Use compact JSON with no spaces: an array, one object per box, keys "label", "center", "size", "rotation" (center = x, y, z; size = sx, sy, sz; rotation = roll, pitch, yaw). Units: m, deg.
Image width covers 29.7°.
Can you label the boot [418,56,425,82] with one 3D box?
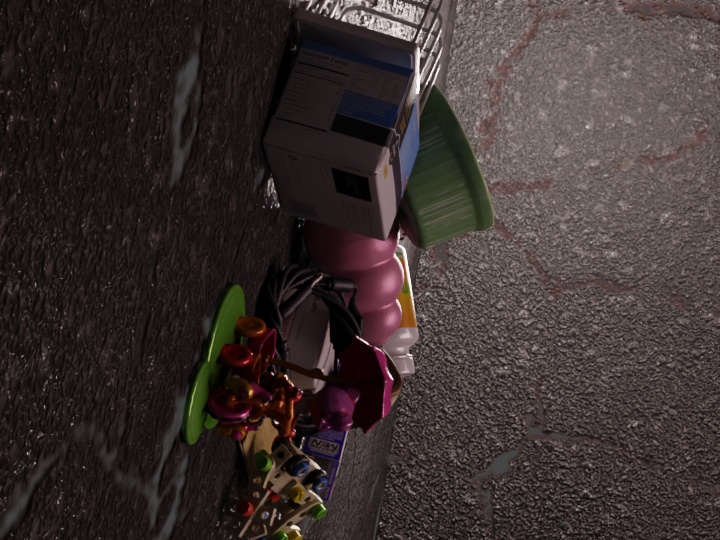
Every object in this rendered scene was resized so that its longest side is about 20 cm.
[{"label":"boot","center":[-0.006,-0.201,1.755],"size":[0.188,0.068,0.200],"rotation":[6,106,-62]}]

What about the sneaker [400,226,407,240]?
[{"label":"sneaker","center":[0.048,-0.064,1.861],"size":[0.072,0.072,0.200],"rotation":[-14,156,-39]}]

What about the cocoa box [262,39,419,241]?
[{"label":"cocoa box","center":[-0.016,-0.140,1.502],"size":[0.200,0.133,0.131],"rotation":[79,30,-70]}]

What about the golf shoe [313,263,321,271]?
[{"label":"golf shoe","center":[-0.031,-0.005,1.846],"size":[0.092,0.075,0.200],"rotation":[118,-24,-77]}]

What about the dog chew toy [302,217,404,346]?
[{"label":"dog chew toy","center":[0.000,0.000,1.746],"size":[0.125,0.124,0.200],"rotation":[-58,135,-73]}]

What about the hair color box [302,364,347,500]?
[{"label":"hair color box","center":[-0.049,0.241,2.104],"size":[0.109,0.065,0.200],"rotation":[104,2,-46]}]

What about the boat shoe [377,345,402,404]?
[{"label":"boat shoe","center":[-0.001,0.112,1.864],"size":[0.065,0.072,0.200],"rotation":[106,-32,-44]}]

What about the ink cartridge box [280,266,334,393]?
[{"label":"ink cartridge box","center":[-0.074,0.093,1.706],"size":[0.200,0.067,0.116],"rotation":[89,14,-61]}]

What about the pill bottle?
[{"label":"pill bottle","center":[0.029,0.068,2.112],"size":[0.111,0.111,0.200],"rotation":[59,22,-80]}]

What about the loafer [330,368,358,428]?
[{"label":"loafer","center":[-0.026,0.174,1.813],"size":[0.200,0.070,0.075],"rotation":[5,-113,61]}]

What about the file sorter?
[{"label":"file sorter","center":[0.018,-0.262,1.541],"size":[0.200,0.139,0.125],"rotation":[85,26,-67]}]

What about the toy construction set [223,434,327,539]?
[{"label":"toy construction set","center":[-0.105,0.274,1.645],"size":[0.131,0.092,0.200],"rotation":[-42,162,-1]}]

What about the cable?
[{"label":"cable","center":[-0.058,0.094,1.590],"size":[0.163,0.051,0.200],"rotation":[21,71,-45]}]

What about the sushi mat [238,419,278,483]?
[{"label":"sushi mat","center":[-0.126,0.207,1.679],"size":[0.200,0.012,0.096],"rotation":[87,15,-62]}]

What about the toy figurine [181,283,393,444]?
[{"label":"toy figurine","center":[-0.061,0.115,1.350],"size":[0.200,0.184,0.150],"rotation":[-66,165,-60]}]

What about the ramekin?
[{"label":"ramekin","center":[0.079,-0.125,1.692],"size":[0.200,0.098,0.200],"rotation":[156,-90,-86]}]
